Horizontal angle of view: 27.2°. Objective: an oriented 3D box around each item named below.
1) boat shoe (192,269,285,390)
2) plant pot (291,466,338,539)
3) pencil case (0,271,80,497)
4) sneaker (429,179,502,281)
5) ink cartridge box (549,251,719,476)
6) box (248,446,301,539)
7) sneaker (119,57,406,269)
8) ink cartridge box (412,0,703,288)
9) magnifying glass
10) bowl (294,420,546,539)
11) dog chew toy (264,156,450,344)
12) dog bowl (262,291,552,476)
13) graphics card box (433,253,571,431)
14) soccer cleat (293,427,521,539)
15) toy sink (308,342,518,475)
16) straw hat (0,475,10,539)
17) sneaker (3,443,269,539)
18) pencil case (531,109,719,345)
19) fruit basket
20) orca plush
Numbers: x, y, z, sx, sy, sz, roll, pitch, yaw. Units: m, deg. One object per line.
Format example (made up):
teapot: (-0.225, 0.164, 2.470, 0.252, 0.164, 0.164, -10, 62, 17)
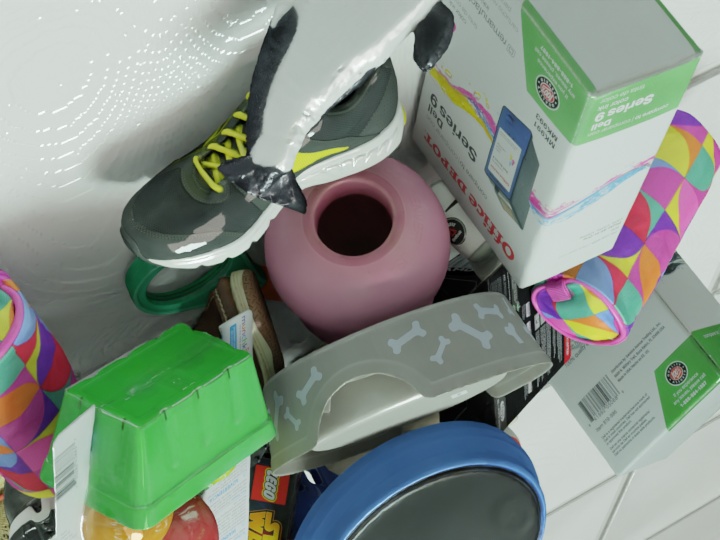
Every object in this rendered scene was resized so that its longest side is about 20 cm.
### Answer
boat shoe: (-0.095, 0.064, 1.041, 0.074, 0.075, 0.203, -18, 158, -8)
plant pot: (-0.111, 0.237, 1.228, 0.200, 0.201, 0.180, -37, 149, 9)
pencil case: (-0.217, 0.069, 0.912, 0.088, 0.089, 0.200, -30, 155, -8)
sneaker: (0.109, -0.076, 1.084, 0.074, 0.088, 0.200, -50, 176, 37)
ink cartridge box: (0.229, 0.052, 1.297, 0.083, 0.201, 0.147, -9, 146, -47)
box: (-0.124, 0.222, 1.097, 0.040, 0.136, 0.202, -55, 154, -83)
sneaker: (-0.061, -0.079, 0.884, 0.199, 0.074, 0.085, -34, 151, -20)
ink cartridge box: (0.115, -0.108, 0.937, 0.087, 0.146, 0.201, -23, 153, -20)
magnifying glass: (-0.087, 0.006, 1.045, 0.080, 0.022, 0.199, -41, 156, 22)
bowl: (0.047, 0.200, 1.079, 0.199, 0.039, 0.202, -15, 130, -19)
dog chew toy: (0.000, 0.000, 1.030, 0.124, 0.125, 0.200, -30, 162, -8)
dog bowl: (0.025, 0.074, 0.989, 0.199, 0.059, 0.200, -21, 170, -4)
graphics card box: (0.113, 0.038, 1.155, 0.050, 0.127, 0.200, 2, -164, 23)
soccer cleat: (0.030, 0.167, 1.133, 0.199, 0.085, 0.069, -26, 133, -13)
toy sink: (0.028, 0.100, 1.244, 0.130, 0.112, 0.200, -38, 155, 8)
straw hat: (-0.233, 0.183, 1.109, 0.200, 0.085, 0.202, -26, 154, -14)
sneaker: (-0.160, 0.127, 1.033, 0.199, 0.091, 0.067, -24, 138, -13)
pencil case: (0.206, -0.038, 1.150, 0.201, 0.088, 0.089, -59, 167, -28)
fruit basket: (-0.130, 0.142, 0.925, 0.185, 0.093, 0.201, -33, 142, -47)
orca plush: (-0.006, -0.129, 0.827, 0.071, 0.104, 0.202, -99, -154, -82)
